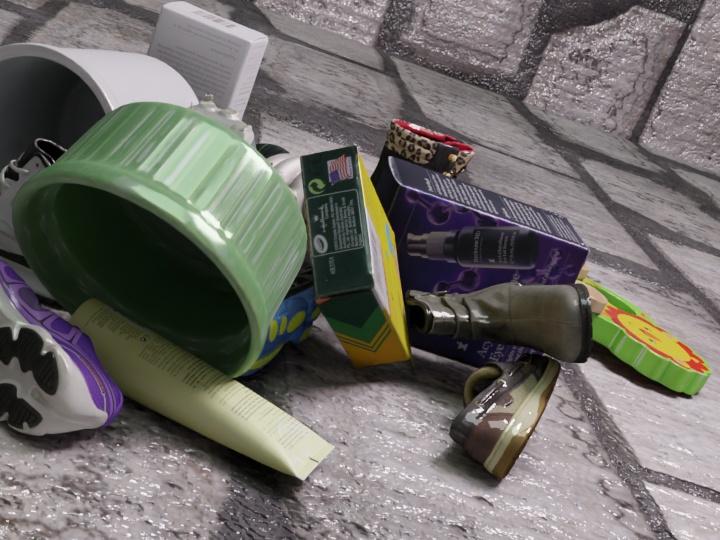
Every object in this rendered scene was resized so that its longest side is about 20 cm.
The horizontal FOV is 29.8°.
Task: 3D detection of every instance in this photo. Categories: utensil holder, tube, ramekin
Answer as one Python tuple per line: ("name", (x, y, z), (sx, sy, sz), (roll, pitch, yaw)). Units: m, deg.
("utensil holder", (-0.247, -0.115, 1.201), (0.170, 0.170, 0.200), (24, 14, 10))
("tube", (-0.115, 0.087, 0.937), (0.200, 0.052, 0.058), (27, 56, 8))
("ramekin", (-0.135, -0.024, 0.956), (0.200, 0.200, 0.098), (25, 55, 11))

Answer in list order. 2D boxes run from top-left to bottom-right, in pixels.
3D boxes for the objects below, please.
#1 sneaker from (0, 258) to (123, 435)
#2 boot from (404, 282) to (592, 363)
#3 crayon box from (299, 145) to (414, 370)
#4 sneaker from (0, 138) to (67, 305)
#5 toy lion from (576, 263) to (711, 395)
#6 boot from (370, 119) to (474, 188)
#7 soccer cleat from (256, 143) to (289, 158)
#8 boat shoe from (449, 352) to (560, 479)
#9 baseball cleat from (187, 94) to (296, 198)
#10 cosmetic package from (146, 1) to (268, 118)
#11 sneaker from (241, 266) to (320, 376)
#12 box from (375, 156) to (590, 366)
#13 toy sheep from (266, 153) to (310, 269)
("sneaker", (-0.232, 0.046, 0.904), (0.200, 0.081, 0.083), (43, 12, 32))
("boot", (0.113, 0.045, 1.158), (0.130, 0.068, 0.200), (-2, 2, -12))
("crayon box", (0.000, 0.000, 1.122), (0.051, 0.127, 0.200), (-11, -25, 8))
("sneaker", (-0.287, -0.062, 1.065), (0.200, 0.116, 0.076), (22, 16, 4))
("toy lion", (0.295, 0.066, 1.502), (0.191, 0.069, 0.200), (26, 15, -8))
("boot", (0.090, -0.066, 1.489), (0.200, 0.151, 0.073), (24, 16, 10))
("soccer cleat", (-0.098, -0.090, 1.496), (0.081, 0.068, 0.200), (-5, 28, -31))
("boat shoe", (0.119, 0.103, 1.116), (0.065, 0.073, 0.200), (33, 17, 4))
("baseball cleat", (-0.117, -0.069, 1.166), (0.070, 0.107, 0.200), (1, 31, -25))
("cosmetic package", (-0.175, -0.158, 1.362), (0.101, 0.200, 0.074), (24, 16, 6))
("sneaker", (-0.082, 0.027, 1.118), (0.083, 0.071, 0.200), (32, 21, 12))
("box", (0.095, -0.002, 1.301), (0.199, 0.148, 0.104), (17, 17, -10))
("toy sheep", (-0.063, -0.047, 1.267), (0.200, 0.138, 0.138), (2, -1, 45))
